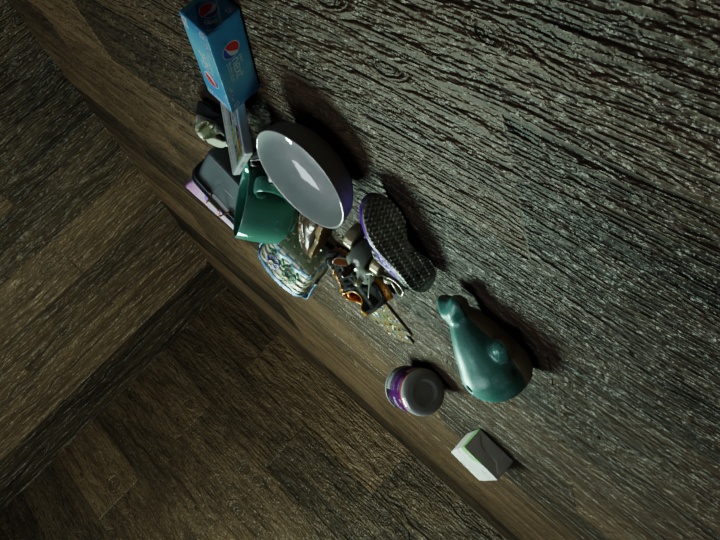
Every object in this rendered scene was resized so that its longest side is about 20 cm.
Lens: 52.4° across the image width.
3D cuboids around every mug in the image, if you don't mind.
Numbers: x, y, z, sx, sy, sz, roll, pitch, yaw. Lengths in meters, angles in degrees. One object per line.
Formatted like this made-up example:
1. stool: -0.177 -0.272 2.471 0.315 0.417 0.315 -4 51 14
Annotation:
1. mug: -0.182 -0.126 1.452 0.112 0.155 0.185 9 -162 -18

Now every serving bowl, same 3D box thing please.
1. serving bowl: -0.081 -0.167 1.211 0.199 0.066 0.201 37 156 19

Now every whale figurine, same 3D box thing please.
1. whale figurine: 0.188 0.130 1.192 0.201 0.104 0.159 49 167 -12

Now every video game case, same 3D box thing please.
1. video game case: -0.230 -0.266 1.349 0.200 0.018 0.146 169 92 -74

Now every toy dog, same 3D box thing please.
1. toy dog: 0.000 0.000 1.402 0.131 0.096 0.201 37 164 33

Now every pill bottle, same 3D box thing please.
1. pill bottle: 0.129 0.298 1.832 0.113 0.112 0.200 47 167 -7

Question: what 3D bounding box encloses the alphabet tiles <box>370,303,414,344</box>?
1. alphabet tiles: 0.052 0.107 1.745 0.167 0.006 0.199 50 166 -17

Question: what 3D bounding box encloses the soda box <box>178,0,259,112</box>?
1. soda box: -0.215 -0.339 1.141 0.064 0.068 0.201 42 166 14

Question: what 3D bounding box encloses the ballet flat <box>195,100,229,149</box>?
1. ballet flat: -0.305 -0.299 1.527 0.199 0.073 0.073 35 163 39

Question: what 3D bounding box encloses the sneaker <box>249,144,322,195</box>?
1. sneaker: -0.121 -0.167 1.332 0.199 0.080 0.074 42 164 12

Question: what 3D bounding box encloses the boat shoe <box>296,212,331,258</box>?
1. boat shoe: -0.098 -0.089 1.505 0.070 0.071 0.200 37 157 5

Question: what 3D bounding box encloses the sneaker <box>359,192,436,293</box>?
1. sneaker: 0.041 -0.047 1.202 0.099 0.069 0.201 30 159 55

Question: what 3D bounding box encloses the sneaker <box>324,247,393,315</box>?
1. sneaker: -0.020 0.021 1.566 0.199 0.077 0.079 37 166 38

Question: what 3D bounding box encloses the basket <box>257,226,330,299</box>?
1. basket: -0.160 -0.028 1.714 0.176 0.139 0.200 45 158 2

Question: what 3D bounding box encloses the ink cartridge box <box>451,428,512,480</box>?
1. ink cartridge box: 0.311 0.483 1.905 0.117 0.067 0.200 43 165 8

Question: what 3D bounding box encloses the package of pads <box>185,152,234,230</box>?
1. package of pads: -0.308 -0.181 1.738 0.200 0.076 0.120 43 133 -9

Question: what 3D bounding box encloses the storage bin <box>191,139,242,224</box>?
1. storage bin: -0.270 -0.195 1.605 0.200 0.146 0.134 46 156 -1
